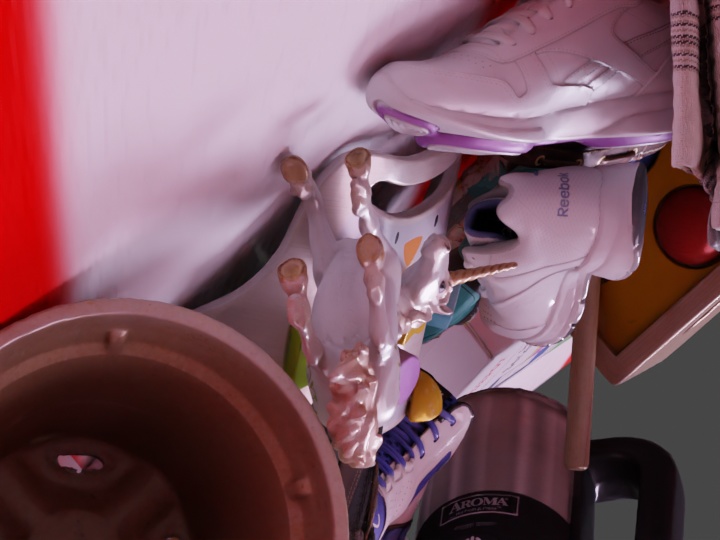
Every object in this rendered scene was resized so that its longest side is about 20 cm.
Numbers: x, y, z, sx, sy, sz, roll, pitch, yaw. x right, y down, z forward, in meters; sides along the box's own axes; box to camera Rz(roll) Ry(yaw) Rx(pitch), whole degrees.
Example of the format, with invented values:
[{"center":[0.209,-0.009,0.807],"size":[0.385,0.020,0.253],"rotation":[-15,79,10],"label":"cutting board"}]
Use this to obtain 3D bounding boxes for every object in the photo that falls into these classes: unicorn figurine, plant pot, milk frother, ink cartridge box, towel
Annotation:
[{"center":[0.004,0.012,0.897],"size":[0.201,0.073,0.138],"rotation":[-66,149,-43],"label":"unicorn figurine"},{"center":[-0.124,0.128,0.885],"size":[0.200,0.201,0.183],"rotation":[-35,180,-19],"label":"plant pot"},{"center":[0.117,0.212,1.213],"size":[0.188,0.179,0.201],"rotation":[-75,169,-58],"label":"milk frother"},{"center":[0.105,0.025,1.397],"size":[0.199,0.088,0.145],"rotation":[-28,165,-37],"label":"ink cartridge box"},{"center":[0.169,-0.108,0.912],"size":[0.034,0.201,0.192],"rotation":[-5,176,14],"label":"towel"}]

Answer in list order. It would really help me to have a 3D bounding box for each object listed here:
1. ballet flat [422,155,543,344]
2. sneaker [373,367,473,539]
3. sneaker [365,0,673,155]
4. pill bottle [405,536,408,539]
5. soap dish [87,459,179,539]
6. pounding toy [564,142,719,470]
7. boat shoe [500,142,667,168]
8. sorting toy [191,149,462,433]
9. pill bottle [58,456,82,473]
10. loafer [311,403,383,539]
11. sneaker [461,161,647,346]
[{"center":[0.060,-0.017,1.162],"size":[0.200,0.076,0.064],"rotation":[-40,-157,28],"label":"ballet flat"},{"center":[0.004,0.107,1.107],"size":[0.116,0.080,0.199],"rotation":[-61,167,1],"label":"sneaker"},{"center":[0.082,-0.106,0.913],"size":[0.199,0.100,0.075],"rotation":[-8,-168,-38],"label":"sneaker"},{"center":[-0.051,0.224,1.173],"size":[0.120,0.120,0.200],"rotation":[-45,166,26],"label":"pill bottle"},{"center":[-0.087,0.125,1.186],"size":[0.157,0.081,0.200],"rotation":[-45,166,27],"label":"soap dish"},{"center":[0.169,-0.014,1.204],"size":[0.200,0.184,0.142],"rotation":[-44,167,23],"label":"pounding toy"},{"center":[0.126,-0.087,1.065],"size":[0.200,0.070,0.071],"rotation":[2,118,-60],"label":"boat shoe"},{"center":[0.000,0.000,1.021],"size":[0.200,0.107,0.181],"rotation":[-25,142,-51],"label":"sorting toy"},{"center":[-0.138,0.205,1.032],"size":[0.116,0.200,0.116],"rotation":[-37,169,-9],"label":"pill bottle"},{"center":[-0.025,0.153,0.947],"size":[0.201,0.063,0.072],"rotation":[-67,-161,-13],"label":"loafer"},{"center":[0.093,-0.015,1.050],"size":[0.087,0.075,0.200],"rotation":[9,157,-8],"label":"sneaker"}]
